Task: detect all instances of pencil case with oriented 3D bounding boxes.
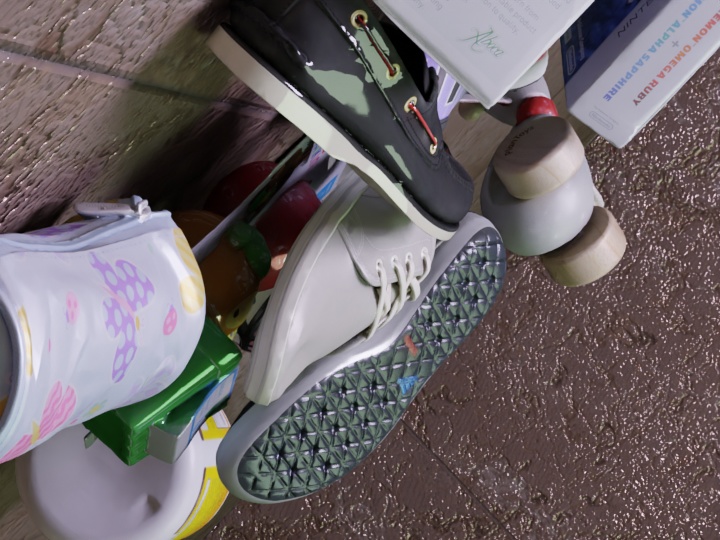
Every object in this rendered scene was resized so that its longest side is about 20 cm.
[{"bbox_3d":[-0.124,0.022,0.713,0.091,0.083,0.200,-50,173,15],"label":"pencil case"}]

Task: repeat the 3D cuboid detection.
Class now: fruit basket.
[{"bbox_3d":[-0.064,0.004,0.931,0.200,0.094,0.185,-40,173,-17],"label":"fruit basket"}]

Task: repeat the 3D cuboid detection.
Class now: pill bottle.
[{"bbox_3d":[-0.135,0.115,1.148,0.109,0.109,0.200,-45,174,0],"label":"pill bottle"}]

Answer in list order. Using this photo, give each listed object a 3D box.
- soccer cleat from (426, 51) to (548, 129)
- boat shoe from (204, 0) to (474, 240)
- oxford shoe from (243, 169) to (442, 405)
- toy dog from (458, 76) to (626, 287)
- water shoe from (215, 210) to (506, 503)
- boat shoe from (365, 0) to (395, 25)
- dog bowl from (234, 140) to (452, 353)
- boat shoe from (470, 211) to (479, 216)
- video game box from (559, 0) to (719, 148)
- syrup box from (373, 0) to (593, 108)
[{"bbox_3d":[0.043,-0.124,1.037,0.199,0.068,0.074,-28,135,-48],"label":"soccer cleat"},{"bbox_3d":[0.009,-0.070,0.806,0.063,0.074,0.201,-48,148,2],"label":"boat shoe"},{"bbox_3d":[0.000,0.000,0.893,0.200,0.057,0.076,-53,168,-54],"label":"oxford shoe"},{"bbox_3d":[0.084,-0.056,1.117,0.096,0.133,0.200,-26,-170,6],"label":"toy dog"},{"bbox_3d":[-0.009,0.041,0.989,0.200,0.079,0.072,-42,134,-21],"label":"water shoe"},{"bbox_3d":[0.078,-0.149,0.943,0.200,0.073,0.075,-35,166,-39],"label":"boat shoe"},{"bbox_3d":[-0.019,-0.025,1.169,0.200,0.074,0.200,-44,175,-5],"label":"dog bowl"},{"bbox_3d":[0.032,0.010,1.102,0.063,0.072,0.200,-54,176,22],"label":"boat shoe"},{"bbox_3d":[0.179,-0.188,1.034,0.182,0.047,0.201,-45,-157,28],"label":"video game box"},{"bbox_3d":[0.086,-0.171,0.744,0.200,0.081,0.079,-46,-157,11],"label":"syrup box"}]
